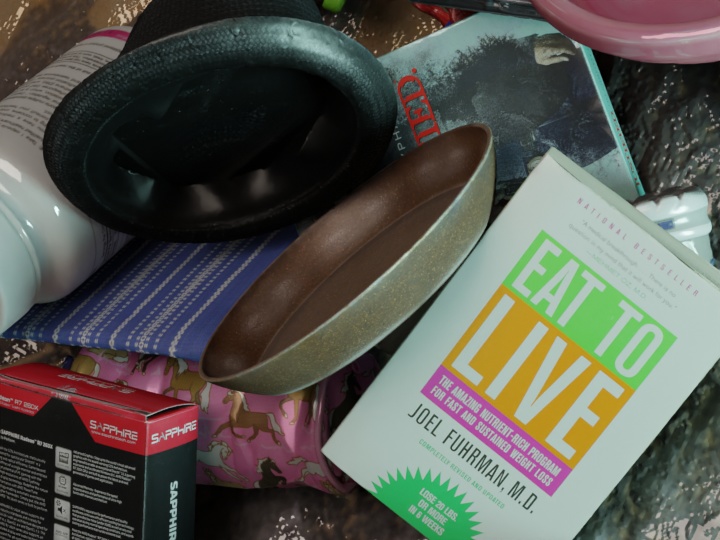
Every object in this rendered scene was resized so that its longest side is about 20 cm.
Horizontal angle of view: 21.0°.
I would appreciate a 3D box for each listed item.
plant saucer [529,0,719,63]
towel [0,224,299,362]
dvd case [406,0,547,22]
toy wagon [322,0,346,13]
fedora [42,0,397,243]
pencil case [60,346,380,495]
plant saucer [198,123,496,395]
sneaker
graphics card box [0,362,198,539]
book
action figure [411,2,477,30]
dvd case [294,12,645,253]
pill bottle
[{"bbox_3d":[0.175,-0.178,0.986,0.199,0.051,0.202,-12,51,15],"label":"plant saucer"},{"bbox_3d":[-0.129,0.007,1.169,0.198,0.024,0.145,4,34,33],"label":"towel"},{"bbox_3d":[0.131,-0.211,1.088,0.148,0.016,0.201,12,53,28],"label":"dvd case"},{"bbox_3d":[-0.072,-0.207,1.152,0.154,0.200,0.040,26,70,0],"label":"toy wagon"},{"bbox_3d":[-0.079,-0.100,1.077,0.199,0.200,0.092,-22,53,22],"label":"fedora"},{"bbox_3d":[-0.079,0.078,1.127,0.198,0.087,0.083,4,44,31],"label":"pencil case"},{"bbox_3d":[0.000,0.000,1.021,0.200,0.035,0.200,-39,13,11],"label":"plant saucer"},{"bbox_3d":[0.097,0.020,1.040,0.198,0.075,0.083,-17,91,21],"label":"sneaker"},{"bbox_3d":[-0.155,0.162,1.110,0.125,0.051,0.202,10,103,33],"label":"graphics card box"},{"bbox_3d":[0.089,0.055,1.003,0.133,0.048,0.201,37,107,4],"label":"book"},{"bbox_3d":[0.018,-0.140,1.154,0.199,0.065,0.100,-24,75,21],"label":"action figure"},{"bbox_3d":[0.050,-0.060,1.101,0.199,0.022,0.147,-21,87,23],"label":"dvd case"},{"bbox_3d":[-0.184,-0.052,1.160,0.113,0.114,0.200,11,39,33],"label":"pill bottle"}]
